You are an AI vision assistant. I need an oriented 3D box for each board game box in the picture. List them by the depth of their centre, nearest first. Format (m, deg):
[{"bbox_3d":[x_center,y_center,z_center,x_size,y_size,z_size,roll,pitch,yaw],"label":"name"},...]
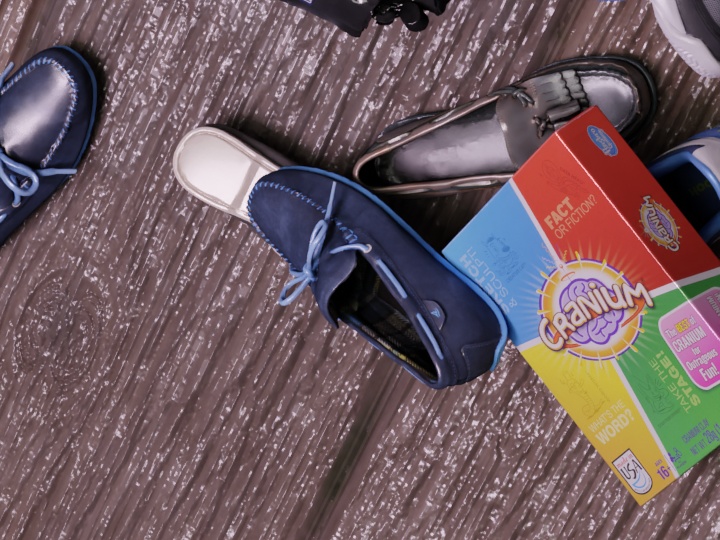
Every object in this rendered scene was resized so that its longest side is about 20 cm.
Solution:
[{"bbox_3d":[0.153,0.023,1.626,0.200,0.040,0.153,52,142,8],"label":"board game box"}]

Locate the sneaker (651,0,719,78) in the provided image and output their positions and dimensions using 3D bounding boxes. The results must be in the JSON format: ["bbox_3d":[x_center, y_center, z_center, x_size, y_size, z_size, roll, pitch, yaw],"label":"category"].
[{"bbox_3d":[0.221,-0.216,1.594,0.113,0.075,0.201,-8,96,30],"label":"sneaker"}]

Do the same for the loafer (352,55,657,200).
[{"bbox_3d":[0.087,-0.080,1.702,0.199,0.063,0.072,-16,95,29],"label":"loafer"}]

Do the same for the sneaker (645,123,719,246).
[{"bbox_3d":[0.168,-0.022,1.666,0.200,0.082,0.074,-42,84,32],"label":"sneaker"}]

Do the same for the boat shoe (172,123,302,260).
[{"bbox_3d":[-0.032,-0.032,1.786,0.200,0.057,0.067,35,103,10],"label":"boat shoe"}]

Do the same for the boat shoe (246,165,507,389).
[{"bbox_3d":[0.000,0.000,1.688,0.199,0.069,0.085,31,134,29],"label":"boat shoe"}]

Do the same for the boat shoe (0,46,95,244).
[{"bbox_3d":[-0.246,-0.062,1.860,0.084,0.069,0.201,38,116,13],"label":"boat shoe"}]

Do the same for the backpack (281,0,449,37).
[{"bbox_3d":[-0.031,-0.239,1.685,0.199,0.126,0.168,7,109,24],"label":"backpack"}]
